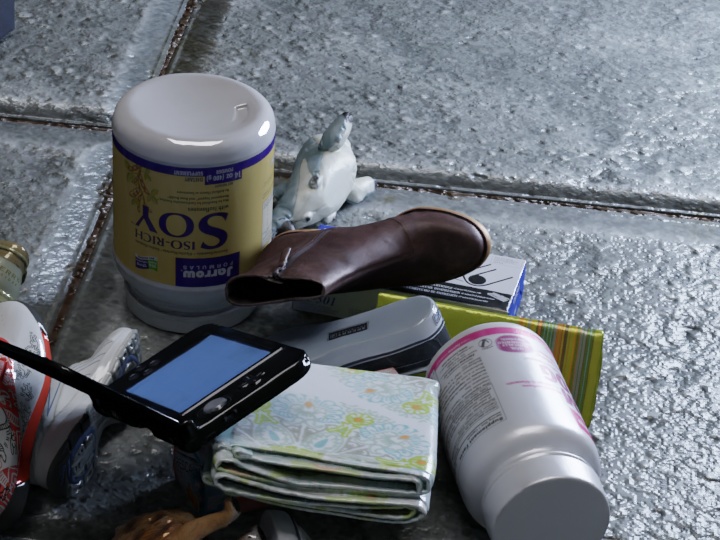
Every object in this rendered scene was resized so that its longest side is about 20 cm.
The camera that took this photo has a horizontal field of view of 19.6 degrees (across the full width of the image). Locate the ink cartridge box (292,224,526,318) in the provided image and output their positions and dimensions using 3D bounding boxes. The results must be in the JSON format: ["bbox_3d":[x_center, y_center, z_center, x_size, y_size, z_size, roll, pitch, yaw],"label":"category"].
[{"bbox_3d":[0.045,0.013,1.916,0.200,0.044,0.094,10,32,10],"label":"ink cartridge box"}]

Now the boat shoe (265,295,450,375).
[{"bbox_3d":[-0.017,0.081,1.780,0.199,0.068,0.074,-19,27,11],"label":"boat shoe"}]

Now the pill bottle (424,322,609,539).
[{"bbox_3d":[0.126,0.140,1.665,0.113,0.113,0.200,-4,34,-11],"label":"pill bottle"}]

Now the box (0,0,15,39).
[{"bbox_3d":[-0.511,-0.296,2.267,0.200,0.124,0.197,14,36,17],"label":"box"}]

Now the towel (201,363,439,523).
[{"bbox_3d":[-0.027,0.126,1.597,0.171,0.048,0.200,9,22,0],"label":"towel"}]

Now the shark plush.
[{"bbox_3d":[-0.058,-0.068,2.050,0.083,0.091,0.200,1,49,33],"label":"shark plush"}]

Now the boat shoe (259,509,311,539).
[{"bbox_3d":[-0.027,0.249,1.524,0.066,0.072,0.200,3,28,-22],"label":"boat shoe"}]

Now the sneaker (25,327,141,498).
[{"bbox_3d":[-0.240,0.106,1.724,0.087,0.075,0.200,9,32,17],"label":"sneaker"}]

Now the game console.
[{"bbox_3d":[-0.165,0.061,1.576,0.176,0.116,0.200,-34,20,-20],"label":"game console"}]

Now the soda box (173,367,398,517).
[{"bbox_3d":[-0.049,0.140,1.694,0.200,0.064,0.068,-13,36,-22],"label":"soda box"}]

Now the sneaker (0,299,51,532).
[{"bbox_3d":[-0.301,0.095,1.625,0.067,0.108,0.202,-11,59,23],"label":"sneaker"}]

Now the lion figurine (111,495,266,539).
[{"bbox_3d":[-0.124,0.243,1.516,0.122,0.072,0.200,-28,39,12],"label":"lion figurine"}]

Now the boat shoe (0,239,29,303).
[{"bbox_3d":[-0.324,0.005,1.808,0.073,0.063,0.200,33,-9,-21],"label":"boat shoe"}]

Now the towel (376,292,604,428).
[{"bbox_3d":[0.107,0.076,1.793,0.200,0.086,0.018,10,9,10],"label":"towel"}]

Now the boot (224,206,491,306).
[{"bbox_3d":[0.000,0.000,1.802,0.200,0.072,0.166,-2,15,21],"label":"boot"}]

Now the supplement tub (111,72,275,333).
[{"bbox_3d":[-0.150,-0.060,1.866,0.145,0.200,0.145,2,32,-1],"label":"supplement tub"}]
